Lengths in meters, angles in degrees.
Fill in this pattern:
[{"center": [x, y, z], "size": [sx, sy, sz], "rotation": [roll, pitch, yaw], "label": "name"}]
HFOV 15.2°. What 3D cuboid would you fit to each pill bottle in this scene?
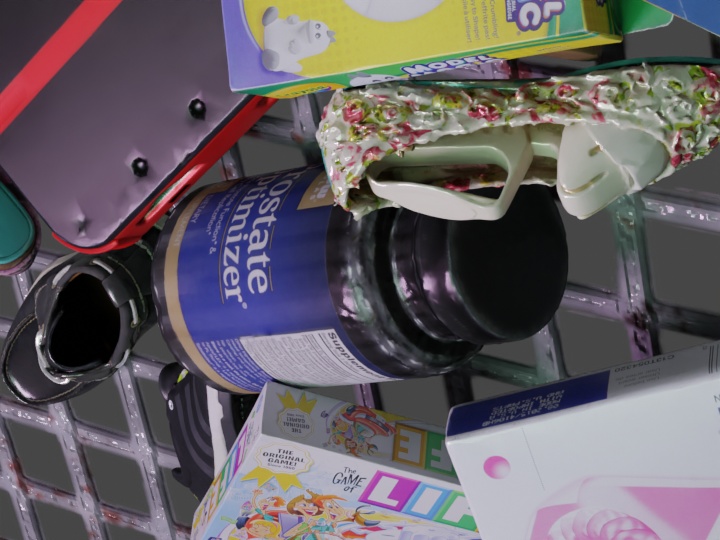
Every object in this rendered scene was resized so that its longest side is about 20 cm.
[{"center": [0.000, 0.000, 1.319], "size": [0.200, 0.112, 0.112], "rotation": [-8, 116, 45], "label": "pill bottle"}]

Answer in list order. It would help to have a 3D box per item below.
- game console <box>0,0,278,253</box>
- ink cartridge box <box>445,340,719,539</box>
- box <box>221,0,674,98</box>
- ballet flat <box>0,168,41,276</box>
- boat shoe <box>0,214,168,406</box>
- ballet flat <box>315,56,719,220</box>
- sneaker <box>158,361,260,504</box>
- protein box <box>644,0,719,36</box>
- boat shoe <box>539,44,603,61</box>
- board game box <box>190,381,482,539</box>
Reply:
[{"center": [-0.130, -0.122, 1.354], "size": [0.200, 0.031, 0.177], "rotation": [-43, 82, 31], "label": "game console"}, {"center": [0.163, 0.132, 1.271], "size": [0.196, 0.043, 0.200], "rotation": [-16, 113, 16], "label": "ink cartridge box"}, {"center": [0.033, -0.144, 1.156], "size": [0.200, 0.048, 0.117], "rotation": [-8, 87, 25], "label": "box"}, {"center": [-0.256, -0.076, 1.529], "size": [0.200, 0.069, 0.071], "rotation": [52, 160, -6], "label": "ballet flat"}, {"center": [-0.162, 0.031, 1.526], "size": [0.072, 0.068, 0.200], "rotation": [48, 142, -4], "label": "boat shoe"}, {"center": [0.076, -0.052, 1.196], "size": [0.200, 0.064, 0.076], "rotation": [-4, 148, 17], "label": "ballet flat"}, {"center": [-0.082, 0.067, 1.478], "size": [0.083, 0.072, 0.200], "rotation": [25, 136, 26], "label": "sneaker"}, {"center": [0.124, -0.216, 0.974], "size": [0.200, 0.135, 0.199], "rotation": [25, 138, 0], "label": "protein box"}, {"center": [0.025, -0.145, 1.224], "size": [0.200, 0.072, 0.072], "rotation": [14, 98, 34], "label": "boat shoe"}, {"center": [0.025, 0.130, 1.387], "size": [0.200, 0.034, 0.134], "rotation": [15, 141, -11], "label": "board game box"}]
